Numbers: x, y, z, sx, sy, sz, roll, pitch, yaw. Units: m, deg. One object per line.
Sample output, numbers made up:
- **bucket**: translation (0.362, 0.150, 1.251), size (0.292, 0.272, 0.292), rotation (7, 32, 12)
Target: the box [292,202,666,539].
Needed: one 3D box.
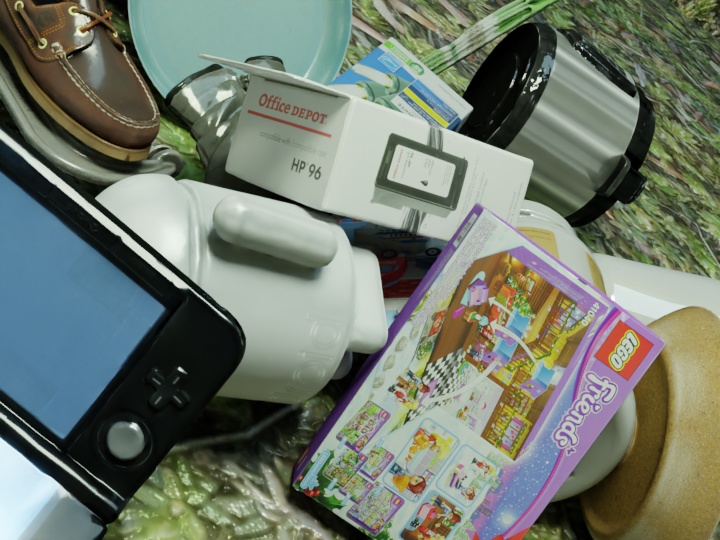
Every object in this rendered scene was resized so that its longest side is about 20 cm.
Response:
- **box**: translation (0.068, 0.082, 0.618), size (0.136, 0.201, 0.039), rotation (35, 7, -7)

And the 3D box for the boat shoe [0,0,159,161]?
- **boat shoe**: translation (-0.201, -0.160, 0.695), size (0.200, 0.071, 0.070), rotation (45, 28, 17)

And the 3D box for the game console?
- **game console**: translation (-0.179, 0.045, 0.449), size (0.199, 0.176, 0.116), rotation (40, 11, -6)

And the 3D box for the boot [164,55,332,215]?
- **boot**: translation (-0.100, -0.074, 0.714), size (0.199, 0.068, 0.131), rotation (-29, 74, -42)

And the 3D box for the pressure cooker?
- **pressure cooker**: translation (0.216, -0.146, 1.104), size (0.198, 0.178, 0.178), rotation (29, 61, -17)

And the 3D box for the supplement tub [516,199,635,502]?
- **supplement tub**: translation (0.117, 0.053, 0.758), size (0.143, 0.145, 0.201), rotation (29, 32, -17)

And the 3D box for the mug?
- **mug**: translation (0.235, 0.067, 0.879), size (0.151, 0.151, 0.188), rotation (20, 28, -15)

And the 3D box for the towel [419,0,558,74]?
- **towel**: translation (0.115, -0.247, 1.099), size (0.031, 0.198, 0.149), rotation (59, 30, -7)

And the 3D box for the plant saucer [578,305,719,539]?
- **plant saucer**: translation (0.197, 0.119, 0.720), size (0.035, 0.202, 0.202), rotation (14, 35, -8)

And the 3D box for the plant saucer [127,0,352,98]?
- **plant saucer**: translation (-0.098, -0.214, 0.842), size (0.198, 0.203, 0.027), rotation (17, 1, -33)

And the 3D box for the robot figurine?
- **robot figurine**: translation (-0.080, 0.012, 0.573), size (0.197, 0.170, 0.114), rotation (11, 54, -31)

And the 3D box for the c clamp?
- **c clamp**: translation (-0.190, -0.124, 0.745), size (0.169, 0.027, 0.201), rotation (12, 35, -46)

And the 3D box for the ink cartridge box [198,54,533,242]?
- **ink cartridge box**: translation (-0.002, -0.069, 0.638), size (0.198, 0.069, 0.115), rotation (13, 7, -40)

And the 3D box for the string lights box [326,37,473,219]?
- **string lights box**: translation (0.004, -0.111, 0.871), size (0.102, 0.059, 0.200), rotation (40, 45, 4)

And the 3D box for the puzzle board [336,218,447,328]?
- **puzzle board**: translation (0.000, 0.000, 0.708), size (0.196, 0.018, 0.152), rotation (-2, 33, 8)
